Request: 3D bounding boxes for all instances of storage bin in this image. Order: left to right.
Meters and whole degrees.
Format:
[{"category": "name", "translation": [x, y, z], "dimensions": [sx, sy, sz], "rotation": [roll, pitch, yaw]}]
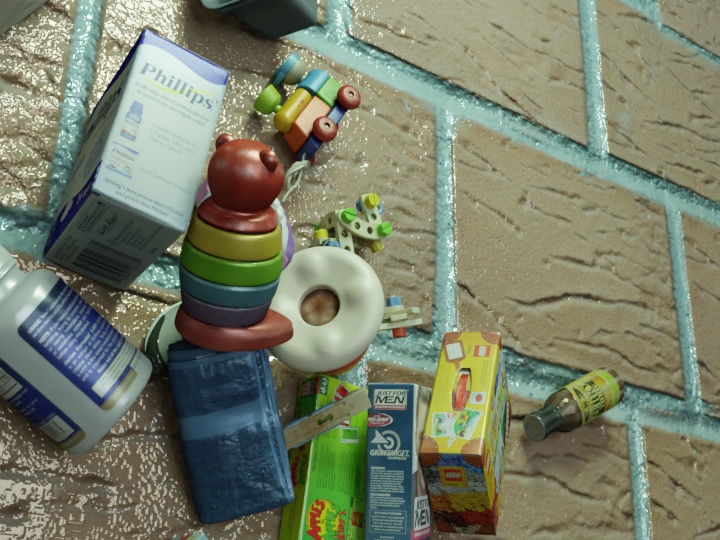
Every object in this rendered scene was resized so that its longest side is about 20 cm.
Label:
[{"category": "storage bin", "translation": [-0.130, -0.406, 1.259], "dimensions": [0.134, 0.143, 0.204], "rotation": [32, 51, -58]}]

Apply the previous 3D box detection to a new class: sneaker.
[{"category": "sneaker", "translation": [-0.163, 0.052, 1.087], "dimensions": [0.199, 0.079, 0.075], "rotation": [-37, 99, -39]}, {"category": "sneaker", "translation": [-0.117, -0.053, 1.115], "dimensions": [0.081, 0.200, 0.088], "rotation": [-48, 130, 4]}]

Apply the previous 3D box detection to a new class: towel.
[{"category": "towel", "translation": [-0.140, 0.167, 1.031], "dimensions": [0.110, 0.048, 0.204], "rotation": [-11, 98, -13]}]

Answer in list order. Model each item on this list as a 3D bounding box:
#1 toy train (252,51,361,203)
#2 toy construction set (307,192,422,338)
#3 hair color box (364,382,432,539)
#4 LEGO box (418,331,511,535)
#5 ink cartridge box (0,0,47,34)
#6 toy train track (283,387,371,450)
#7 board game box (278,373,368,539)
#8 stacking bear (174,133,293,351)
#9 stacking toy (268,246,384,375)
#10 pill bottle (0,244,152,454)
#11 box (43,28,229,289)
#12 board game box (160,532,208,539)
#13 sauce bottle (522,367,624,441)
[{"category": "toy train", "translation": [-0.093, -0.190, 1.236], "dimensions": [0.115, 0.085, 0.201], "rotation": [39, 53, -7]}, {"category": "toy construction set", "translation": [0.000, 0.000, 1.235], "dimensions": [0.129, 0.092, 0.203], "rotation": [-2, 64, -39]}, {"category": "hair color box", "translation": [0.047, 0.238, 1.137], "dimensions": [0.100, 0.059, 0.204], "rotation": [30, 60, -71]}, {"category": "LEGO box", "translation": [0.136, 0.200, 1.196], "dimensions": [0.202, 0.076, 0.151], "rotation": [-71, 154, -48]}, {"category": "ink cartridge box", "translation": [-0.390, -0.394, 1.027], "dimensions": [0.200, 0.144, 0.148], "rotation": [47, 50, -15]}, {"category": "toy train track", "translation": [-0.082, 0.186, 1.092], "dimensions": [0.197, 0.032, 0.116], "rotation": [-25, 101, -12]}, {"category": "board game box", "translation": [-0.033, 0.236, 1.142], "dimensions": [0.100, 0.047, 0.204], "rotation": [22, 61, -30]}, {"category": "stacking bear", "translation": [-0.124, -0.033, 0.965], "dimensions": [0.113, 0.120, 0.204], "rotation": [-19, 126, -53]}, {"category": "stacking toy", "translation": [-0.032, 0.077, 1.127], "dimensions": [0.201, 0.143, 0.149], "rotation": [70, 25, -62]}, {"category": "pill bottle", "translation": [-0.312, 0.071, 0.934], "dimensions": [0.200, 0.119, 0.120], "rotation": [46, 52, -16]}, {"category": "box", "translation": [-0.238, -0.112, 1.017], "dimensions": [0.104, 0.183, 0.203], "rotation": [24, 59, -24]}, {"category": "board game box", "translation": [-0.159, 0.378, 0.952], "dimensions": [0.105, 0.102, 0.202], "rotation": [-38, 98, -40]}, {"category": "sauce bottle", "translation": [0.316, 0.202, 1.421], "dimensions": [0.198, 0.064, 0.066], "rotation": [-20, 86, -41]}]
